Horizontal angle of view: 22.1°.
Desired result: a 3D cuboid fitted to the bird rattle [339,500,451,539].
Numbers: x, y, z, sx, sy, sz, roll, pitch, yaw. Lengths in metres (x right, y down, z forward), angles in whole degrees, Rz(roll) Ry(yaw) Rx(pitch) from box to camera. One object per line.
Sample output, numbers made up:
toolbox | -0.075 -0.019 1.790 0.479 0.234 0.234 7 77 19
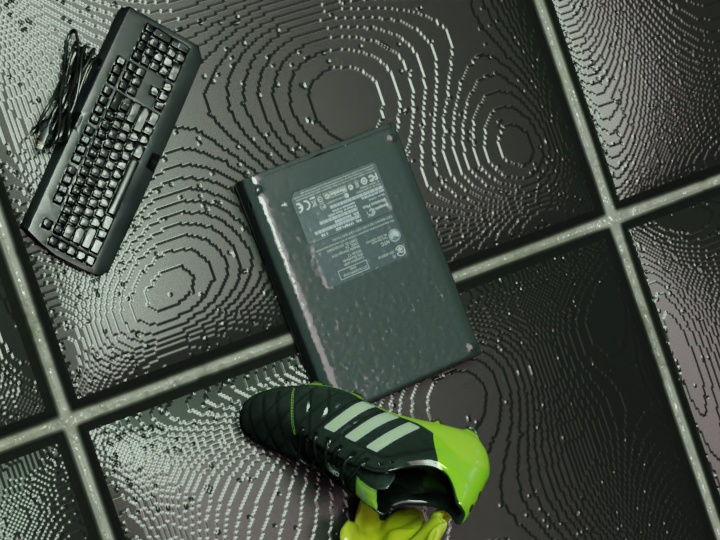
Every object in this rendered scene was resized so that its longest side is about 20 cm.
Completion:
bird rattle | 0.044 0.279 1.418 0.162 0.112 0.202 17 81 -35

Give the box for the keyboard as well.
keyboard | -0.196 -0.105 1.400 0.103 0.040 0.201 26 75 -17

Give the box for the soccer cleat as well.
soccer cleat | -0.002 0.138 1.390 0.198 0.068 0.081 12 41 11

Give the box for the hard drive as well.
hard drive | 0.000 0.000 1.464 0.139 0.033 0.201 -22 92 -21
